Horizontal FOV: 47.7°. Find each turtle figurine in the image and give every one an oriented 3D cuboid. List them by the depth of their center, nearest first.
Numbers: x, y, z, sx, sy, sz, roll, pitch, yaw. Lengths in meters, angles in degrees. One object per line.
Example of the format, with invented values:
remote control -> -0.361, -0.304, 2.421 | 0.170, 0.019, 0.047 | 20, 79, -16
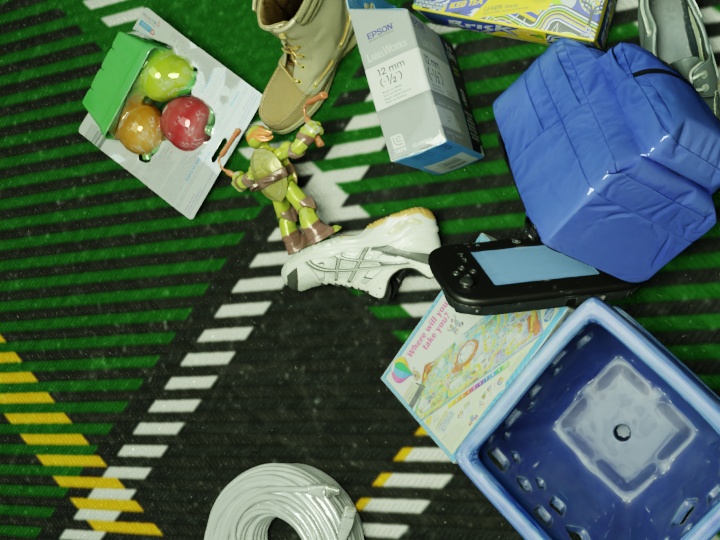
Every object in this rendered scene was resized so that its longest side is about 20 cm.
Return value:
turtle figurine -> -0.085, -0.105, 0.926 | 0.199, 0.064, 0.163 | -23, 98, 39

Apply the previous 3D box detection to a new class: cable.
cable -> -0.091, 0.328, 0.967 | 0.198, 0.069, 0.203 | 10, 96, 25

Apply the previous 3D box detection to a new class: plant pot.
plant pot -> 0.234, 0.157, 0.754 | 0.200, 0.179, 0.201 | 44, 107, 17

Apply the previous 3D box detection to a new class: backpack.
backpack -> 0.227, -0.117, 0.745 | 0.168, 0.161, 0.201 | -44, 41, 29

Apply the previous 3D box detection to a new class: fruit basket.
fruit basket -> -0.240, -0.197, 1.028 | 0.199, 0.094, 0.186 | 35, 105, 4

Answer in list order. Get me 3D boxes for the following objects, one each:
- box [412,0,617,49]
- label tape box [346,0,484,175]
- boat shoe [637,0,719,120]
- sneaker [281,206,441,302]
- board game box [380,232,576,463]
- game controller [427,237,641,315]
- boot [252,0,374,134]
box -> 0.159, -0.281, 0.845 | 0.198, 0.064, 0.071 | 18, 98, 24
label tape box -> 0.057, -0.209, 0.848 | 0.065, 0.143, 0.203 | -16, 84, 24
boat shoe -> 0.303, -0.188, 0.781 | 0.072, 0.062, 0.203 | -10, 87, 24
sneaker -> 0.000, 0.000, 0.916 | 0.198, 0.075, 0.089 | -20, 87, 26
board game box -> 0.121, 0.081, 0.861 | 0.135, 0.034, 0.201 | 46, 110, 37
game controller -> 0.167, 0.000, 0.787 | 0.105, 0.197, 0.042 | -111, 21, -48
boot -> -0.076, -0.246, 0.901 | 0.073, 0.155, 0.200 | 46, 109, 16
